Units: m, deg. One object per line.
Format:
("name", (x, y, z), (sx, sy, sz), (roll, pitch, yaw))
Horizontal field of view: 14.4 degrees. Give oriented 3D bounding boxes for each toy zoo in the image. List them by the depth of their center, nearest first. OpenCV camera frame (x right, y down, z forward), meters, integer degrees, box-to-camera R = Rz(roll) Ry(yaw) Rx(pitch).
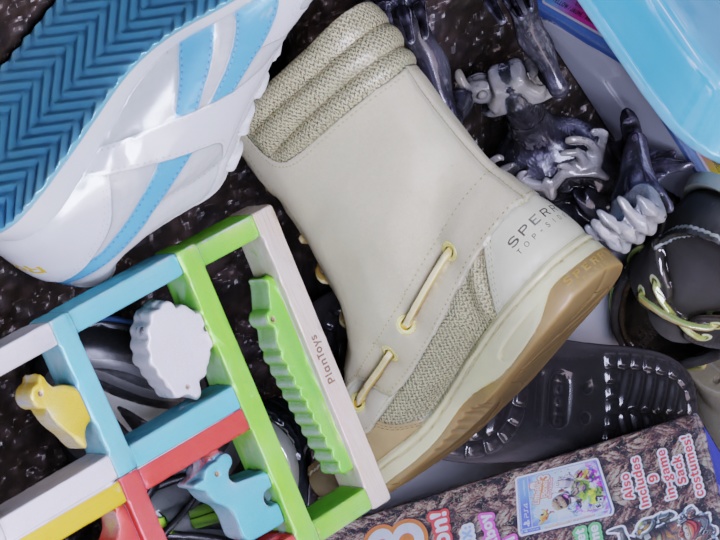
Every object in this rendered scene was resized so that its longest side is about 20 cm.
("toy zoo", (-0.090, 0.075, 1.076), (0.200, 0.020, 0.131), (-30, 105, -31))

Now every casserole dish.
("casserole dish", (0.155, -0.100, 1.135), (0.200, 0.121, 0.039), (49, 58, -43))

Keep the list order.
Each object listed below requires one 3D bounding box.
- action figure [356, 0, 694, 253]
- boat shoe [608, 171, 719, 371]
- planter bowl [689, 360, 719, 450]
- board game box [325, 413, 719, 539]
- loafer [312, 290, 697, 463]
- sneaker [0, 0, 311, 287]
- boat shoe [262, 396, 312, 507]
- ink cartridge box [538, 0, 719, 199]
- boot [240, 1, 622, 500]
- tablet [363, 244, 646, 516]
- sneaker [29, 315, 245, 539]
("action figure", (0.068, -0.046, 1.198), (0.119, 0.102, 0.200), (-13, 136, 20))
("boat shoe", (0.153, 0.007, 1.266), (0.061, 0.072, 0.201), (-51, 175, -9))
("planter bowl", (0.239, 0.055, 1.382), (0.200, 0.200, 0.135), (-48, 119, -7))
("board game box", (0.087, 0.166, 1.287), (0.200, 0.097, 0.159), (-18, 147, 12))
("loafer", (0.053, 0.056, 1.275), (0.200, 0.071, 0.073), (17, 79, -27))
("sneaker", (-0.069, -0.080, 1.081), (0.200, 0.077, 0.081), (-45, 143, 3))
("boat shoe", (-0.062, 0.143, 1.243), (0.066, 0.074, 0.200), (-48, 149, -66))
("ink cartridge box", (0.185, -0.139, 1.273), (0.200, 0.076, 0.136), (-49, 139, -8))
("boot", (0.000, 0.000, 1.146), (0.073, 0.156, 0.200), (-35, 170, -40))
("tablet", (0.073, 0.076, 1.361), (0.200, 0.014, 0.130), (-42, 137, -14))
("sneaker", (-0.071, 0.107, 1.151), (0.071, 0.083, 0.200), (-22, 103, 15))
